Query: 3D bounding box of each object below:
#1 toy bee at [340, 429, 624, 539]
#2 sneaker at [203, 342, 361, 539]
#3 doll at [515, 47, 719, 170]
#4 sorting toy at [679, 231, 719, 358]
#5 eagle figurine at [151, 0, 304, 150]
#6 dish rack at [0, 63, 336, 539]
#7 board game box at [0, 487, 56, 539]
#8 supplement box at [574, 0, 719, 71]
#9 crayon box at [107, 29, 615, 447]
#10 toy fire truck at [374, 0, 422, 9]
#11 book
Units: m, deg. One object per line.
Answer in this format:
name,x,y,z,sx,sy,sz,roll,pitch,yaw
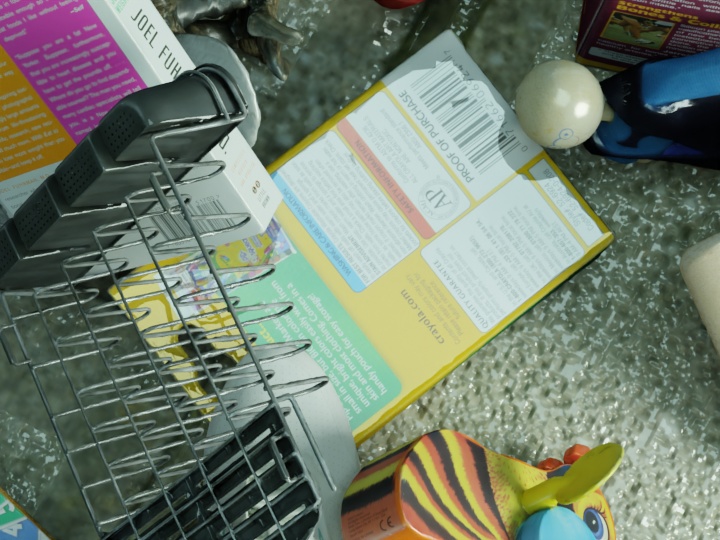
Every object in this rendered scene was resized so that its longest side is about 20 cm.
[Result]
toy bee,0.069,0.118,0.916,0.130,0.200,0.109,-14,47,20
sneaker,-0.033,0.123,0.861,0.070,0.080,0.201,3,71,-3
doll,0.165,-0.070,0.933,0.199,0.136,0.049,6,72,-16
sorting toy,0.249,-0.002,0.928,0.200,0.036,0.185,-35,126,-6
eagle figurine,-0.132,-0.124,0.936,0.199,0.151,0.153,0,91,-13
dish rack,-0.075,0.038,0.825,0.054,0.153,0.201,-12,70,-42
board game box,-0.168,0.151,0.898,0.096,0.030,0.200,-45,110,-7
supplement box,0.165,-0.148,0.909,0.110,0.200,0.086,10,80,0
crayon box,0.000,0.000,0.953,0.200,0.052,0.126,-37,84,-8
toy fire truck,0.046,-0.236,0.962,0.200,0.112,0.168,-37,102,-24
book,-0.139,-0.083,0.879,0.200,0.133,0.048,57,37,-29
